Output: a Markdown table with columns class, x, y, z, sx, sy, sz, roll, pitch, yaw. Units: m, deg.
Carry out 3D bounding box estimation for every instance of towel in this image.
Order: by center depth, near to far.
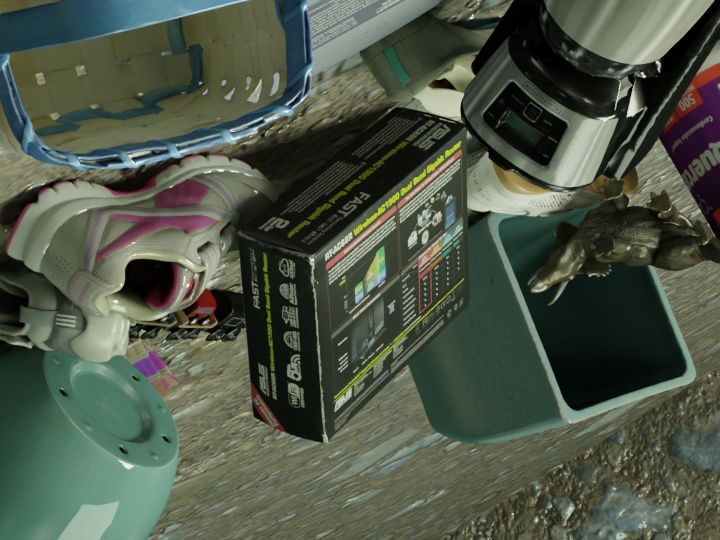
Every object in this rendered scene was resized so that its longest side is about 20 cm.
| class | x | y | z | sx | sy | sz | roll | pitch | yaw |
| --- | --- | --- | --- | --- | --- | --- | --- | --- | --- |
| towel | -0.227 | 0.101 | 1.717 | 0.144 | 0.023 | 0.200 | -26 | 165 | -4 |

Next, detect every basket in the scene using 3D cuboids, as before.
| class | x | y | z | sx | sy | sz | roll | pitch | yaw |
| --- | --- | --- | --- | --- | --- | --- | --- | --- | --- |
| basket | -0.092 | -0.117 | 0.913 | 0.176 | 0.139 | 0.200 | -17 | -167 | -36 |

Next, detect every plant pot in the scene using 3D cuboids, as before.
| class | x | y | z | sx | sy | sz | roll | pitch | yaw |
| --- | --- | --- | --- | --- | --- | --- | --- | --- | --- |
| plant pot | -0.229 | 0.144 | 1.536 | 0.161 | 0.201 | 0.201 | -45 | 160 | 21 |
| plant pot | 0.148 | 0.057 | 1.934 | 0.196 | 0.196 | 0.200 | -14 | 170 | -44 |

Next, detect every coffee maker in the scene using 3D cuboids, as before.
| class | x | y | z | sx | sy | sz | roll | pitch | yaw |
| --- | --- | --- | --- | --- | --- | --- | --- | --- | --- |
| coffee maker | 0.168 | -0.159 | 1.227 | 0.192 | 0.135 | 0.200 | -14 | 149 | -36 |

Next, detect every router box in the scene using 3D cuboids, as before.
| class | x | y | z | sx | sy | sz | roll | pitch | yaw |
| --- | --- | --- | --- | --- | --- | --- | --- | --- | --- |
| router box | 0.000 | 0.000 | 1.423 | 0.200 | 0.062 | 0.150 | -41 | 139 | -45 |

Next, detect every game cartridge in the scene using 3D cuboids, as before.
| class | x | y | z | sx | sy | sz | roll | pitch | yaw |
| --- | --- | --- | --- | --- | --- | --- | --- | --- | --- |
| game cartridge | -0.021 | -0.152 | 1.175 | 0.200 | 0.041 | 0.133 | -28 | 162 | 4 |

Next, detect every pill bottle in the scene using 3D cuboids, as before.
| class | x | y | z | sx | sy | sz | roll | pitch | yaw |
| --- | --- | --- | --- | --- | --- | --- | --- | --- | --- |
| pill bottle | 0.320 | -0.083 | 1.703 | 0.112 | 0.200 | 0.112 | -26 | 165 | -7 |

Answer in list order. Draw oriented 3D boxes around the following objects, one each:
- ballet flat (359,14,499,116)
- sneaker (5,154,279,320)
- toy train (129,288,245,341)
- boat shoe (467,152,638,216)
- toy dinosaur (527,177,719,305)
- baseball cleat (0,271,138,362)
| class | x | y | z | sx | sy | sz | roll | pitch | yaw |
| --- | --- | --- | --- | --- | --- | --- | --- | --- | --- |
| ballet flat | 0.067 | -0.127 | 1.366 | 0.067 | 0.064 | 0.200 | -35 | 164 | 27 |
| sneaker | -0.124 | -0.012 | 1.340 | 0.200 | 0.088 | 0.081 | -15 | 147 | -41 |
| toy train | -0.133 | 0.031 | 1.617 | 0.046 | 0.034 | 0.200 | -36 | 164 | 18 |
| boat shoe | 0.149 | -0.078 | 1.694 | 0.069 | 0.071 | 0.200 | -31 | 162 | 37 |
| toy dinosaur | 0.229 | -0.028 | 1.667 | 0.200 | 0.077 | 0.102 | -6 | 168 | 5 |
| baseball cleat | -0.199 | 0.021 | 1.424 | 0.106 | 0.070 | 0.200 | 12 | 177 | -6 |
